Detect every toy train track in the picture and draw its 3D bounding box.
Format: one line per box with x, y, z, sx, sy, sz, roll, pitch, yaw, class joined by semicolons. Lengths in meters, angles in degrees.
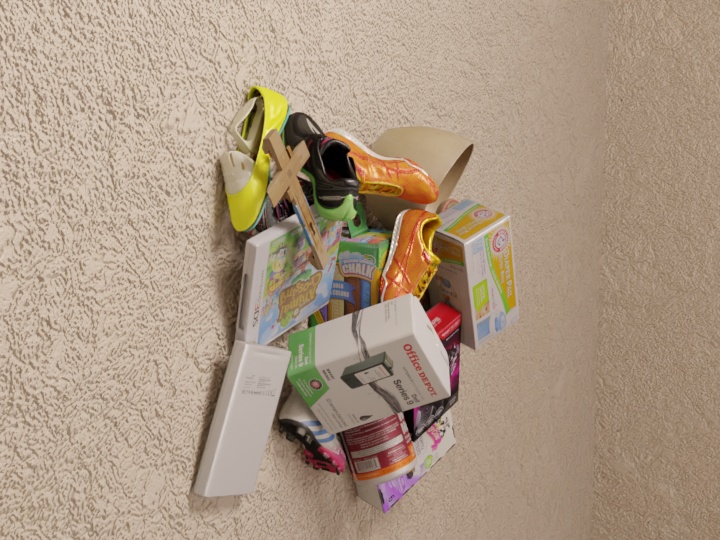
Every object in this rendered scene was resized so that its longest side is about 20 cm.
-0.088;-0.087;1.347;0.115;0.032;0.202;-60;138;-45;toy train track

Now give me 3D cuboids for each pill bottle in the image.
0.010;0.227;1.658;0.109;0.108;0.203;-25;97;-62;pill bottle

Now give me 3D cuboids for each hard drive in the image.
-0.156;0.199;1.411;0.132;0.026;0.203;20;85;-65;hard drive

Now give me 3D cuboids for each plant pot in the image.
0.076;-0.154;1.707;0.202;0.133;0.201;-56;171;-13;plant pot

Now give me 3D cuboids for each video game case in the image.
-0.094;0.006;1.437;0.199;0.022;0.184;-33;143;-48;video game case

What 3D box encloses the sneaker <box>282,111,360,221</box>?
-0.045;-0.154;1.433;0.076;0.201;0.084;-3;135;-33;sneaker

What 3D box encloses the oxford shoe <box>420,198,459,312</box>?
0.113;-0.026;1.743;0.070;0.073;0.203;8;103;-42;oxford shoe

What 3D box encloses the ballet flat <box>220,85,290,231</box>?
-0.145;-0.150;1.355;0.067;0.066;0.203;34;60;-39;ballet flat

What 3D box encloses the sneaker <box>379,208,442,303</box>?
0.075;0.004;1.552;0.073;0.076;0.203;34;66;-65;sneaker

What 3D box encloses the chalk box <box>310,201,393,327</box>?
0.000;0.000;1.619;0.125;0.122;0.203;-25;118;-62;chalk box

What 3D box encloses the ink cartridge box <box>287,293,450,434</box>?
0.013;0.135;1.506;0.085;0.197;0.147;-91;155;-49;ink cartridge box

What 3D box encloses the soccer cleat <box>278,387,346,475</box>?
-0.061;0.243;1.607;0.087;0.069;0.201;-70;152;-27;soccer cleat

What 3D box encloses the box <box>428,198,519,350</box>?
0.177;0.004;1.690;0.112;0.101;0.202;-31;126;-30;box

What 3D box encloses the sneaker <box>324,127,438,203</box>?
0.020;-0.137;1.561;0.073;0.197;0.078;115;-5;-57;sneaker

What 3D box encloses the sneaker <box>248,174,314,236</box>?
-0.094;-0.094;1.451;0.199;0.074;0.082;-26;119;-61;sneaker

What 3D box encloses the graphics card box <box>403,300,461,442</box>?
0.106;0.164;1.696;0.125;0.051;0.202;-37;141;-36;graphics card box

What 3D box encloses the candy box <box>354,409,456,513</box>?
0.071;0.288;1.831;0.199;0.071;0.170;-38;132;-30;candy box

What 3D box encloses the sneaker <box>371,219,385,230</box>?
0.038;0.024;1.787;0.116;0.074;0.202;-50;130;-43;sneaker
